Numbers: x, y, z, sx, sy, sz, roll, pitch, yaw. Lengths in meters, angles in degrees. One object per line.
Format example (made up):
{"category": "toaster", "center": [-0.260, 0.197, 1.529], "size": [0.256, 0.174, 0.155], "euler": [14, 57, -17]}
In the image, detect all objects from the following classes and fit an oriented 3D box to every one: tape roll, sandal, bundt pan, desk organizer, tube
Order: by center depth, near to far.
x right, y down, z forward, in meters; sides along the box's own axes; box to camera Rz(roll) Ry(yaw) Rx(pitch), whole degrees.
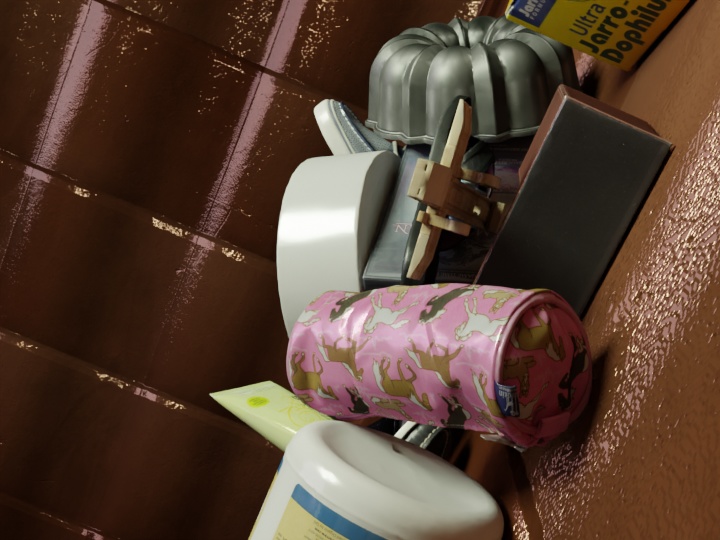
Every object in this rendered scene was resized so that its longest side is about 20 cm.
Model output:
{"category": "desk organizer", "center": [0.122, -0.016, 0.666], "size": [0.077, 0.072, 0.200], "euler": [-69, 3, -70]}
{"category": "sandal", "center": [0.072, -0.050, 0.748], "size": [0.075, 0.048, 0.201], "euler": [84, -162, -51]}
{"category": "tape roll", "center": [0.000, 0.000, 0.862], "size": [0.202, 0.071, 0.203], "euler": [-4, -90, -71]}
{"category": "tube", "center": [-0.044, 0.147, 0.887], "size": [0.052, 0.200, 0.058], "euler": [-50, -39, -15]}
{"category": "bundt pan", "center": [0.100, -0.178, 0.895], "size": [0.202, 0.202, 0.076], "euler": [-74, -22, -63]}

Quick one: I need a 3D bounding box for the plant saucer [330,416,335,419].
{"category": "plant saucer", "center": [-0.019, 0.059, 1.005], "size": [0.200, 0.031, 0.200], "euler": [5, -90, -83]}

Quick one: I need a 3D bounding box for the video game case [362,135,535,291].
{"category": "video game case", "center": [0.093, -0.052, 0.809], "size": [0.200, 0.143, 0.019], "euler": [-71, -22, -46]}

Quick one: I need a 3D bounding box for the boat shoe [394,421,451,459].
{"category": "boat shoe", "center": [0.029, 0.205, 0.793], "size": [0.074, 0.060, 0.200], "euler": [20, -81, -54]}

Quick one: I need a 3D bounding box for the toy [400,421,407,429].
{"category": "toy", "center": [0.082, 0.076, 0.909], "size": [0.200, 0.047, 0.115], "euler": [-72, 2, -66]}

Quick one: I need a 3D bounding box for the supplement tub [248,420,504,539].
{"category": "supplement tub", "center": [-0.011, 0.212, 0.629], "size": [0.145, 0.144, 0.200], "euler": [-92, 25, -83]}

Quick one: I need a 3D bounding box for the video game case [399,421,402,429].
{"category": "video game case", "center": [0.030, 0.217, 1.027], "size": [0.182, 0.023, 0.200], "euler": [-73, 6, -63]}

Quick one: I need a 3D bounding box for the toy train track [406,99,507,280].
{"category": "toy train track", "center": [0.076, -0.043, 0.663], "size": [0.200, 0.032, 0.115], "euler": [10, -83, -71]}

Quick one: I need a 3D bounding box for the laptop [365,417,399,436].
{"category": "laptop", "center": [-0.015, 0.157, 0.996], "size": [0.200, 0.103, 0.177], "euler": [-30, 13, 13]}

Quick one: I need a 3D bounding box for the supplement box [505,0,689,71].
{"category": "supplement box", "center": [0.201, -0.274, 0.755], "size": [0.109, 0.109, 0.200], "euler": [119, 173, -68]}

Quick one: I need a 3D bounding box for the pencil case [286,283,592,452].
{"category": "pencil case", "center": [0.040, 0.055, 0.614], "size": [0.200, 0.083, 0.087], "euler": [0, 48, 49]}

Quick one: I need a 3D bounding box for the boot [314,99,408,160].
{"category": "boot", "center": [0.046, -0.098, 0.960], "size": [0.090, 0.200, 0.073], "euler": [-33, 18, 17]}
